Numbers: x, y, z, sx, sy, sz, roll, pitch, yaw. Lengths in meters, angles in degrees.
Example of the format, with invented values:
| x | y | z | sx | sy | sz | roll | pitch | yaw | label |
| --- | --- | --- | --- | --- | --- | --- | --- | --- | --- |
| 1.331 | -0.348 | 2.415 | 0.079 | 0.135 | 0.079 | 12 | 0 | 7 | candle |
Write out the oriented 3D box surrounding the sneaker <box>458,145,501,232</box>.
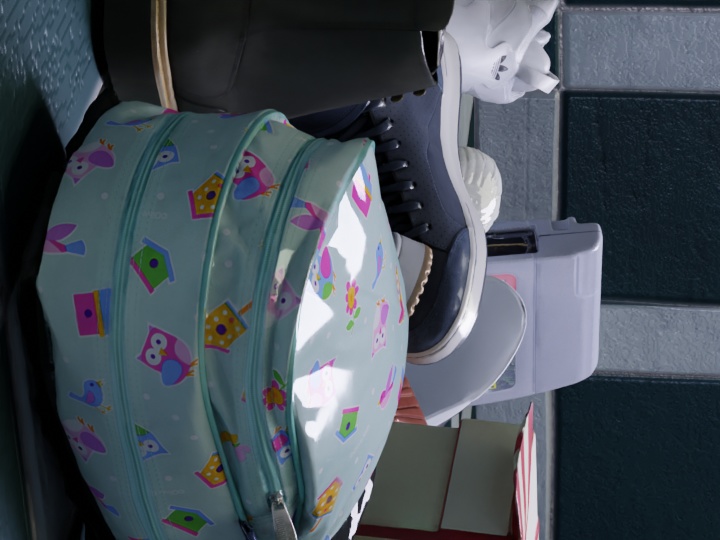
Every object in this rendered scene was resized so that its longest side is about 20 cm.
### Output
| x | y | z | sx | sy | sz | roll | pitch | yaw | label |
| --- | --- | --- | --- | --- | --- | --- | --- | --- | --- |
| 0.000 | 0.000 | 1.272 | 0.200 | 0.072 | 0.072 | -40 | 103 | -29 | sneaker |

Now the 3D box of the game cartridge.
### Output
| x | y | z | sx | sy | sz | roll | pitch | yaw | label |
| --- | --- | --- | --- | --- | --- | --- | --- | --- | --- |
| 0.046 | 0.030 | 1.370 | 0.133 | 0.199 | 0.041 | 85 | 0 | -51 | game cartridge |

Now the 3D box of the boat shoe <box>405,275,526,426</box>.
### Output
| x | y | z | sx | sy | sz | roll | pitch | yaw | label |
| --- | --- | --- | --- | --- | --- | --- | --- | --- | --- |
| 0.015 | 0.082 | 1.317 | 0.199 | 0.074 | 0.068 | -47 | 173 | -9 | boat shoe |

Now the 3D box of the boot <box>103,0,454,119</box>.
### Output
| x | y | z | sx | sy | sz | roll | pitch | yaw | label |
| --- | --- | --- | --- | --- | --- | --- | --- | --- | --- |
| -0.025 | -0.080 | 0.972 | 0.200 | 0.138 | 0.078 | 59 | 33 | -81 | boot |

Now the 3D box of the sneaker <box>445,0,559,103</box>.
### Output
| x | y | z | sx | sy | sz | roll | pitch | yaw | label |
| --- | --- | --- | --- | --- | --- | --- | --- | --- | --- |
| 0.051 | -0.159 | 1.409 | 0.200 | 0.114 | 0.075 | -112 | -142 | -59 | sneaker |

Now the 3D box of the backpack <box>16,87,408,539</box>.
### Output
| x | y | z | sx | sy | sz | roll | pitch | yaw | label |
| --- | --- | --- | --- | --- | --- | --- | --- | --- | --- |
| -0.050 | 0.024 | 0.834 | 0.200 | 0.126 | 0.167 | 80 | 16 | -49 | backpack |

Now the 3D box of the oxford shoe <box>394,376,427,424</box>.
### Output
| x | y | z | sx | sy | sz | roll | pitch | yaw | label |
| --- | --- | --- | --- | --- | --- | --- | --- | --- | --- |
| -0.033 | 0.034 | 1.180 | 0.201 | 0.074 | 0.071 | 65 | 18 | 11 | oxford shoe |

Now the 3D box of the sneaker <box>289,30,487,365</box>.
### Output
| x | y | z | sx | sy | sz | roll | pitch | yaw | label |
| --- | --- | --- | --- | --- | --- | --- | --- | --- | --- |
| -0.008 | -0.059 | 1.155 | 0.146 | 0.077 | 0.203 | 26 | 48 | -46 | sneaker |

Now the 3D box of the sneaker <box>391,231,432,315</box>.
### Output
| x | y | z | sx | sy | sz | roll | pitch | yaw | label |
| --- | --- | --- | --- | --- | --- | --- | --- | --- | --- |
| -0.058 | 0.042 | 1.093 | 0.200 | 0.108 | 0.070 | -57 | -165 | 31 | sneaker |

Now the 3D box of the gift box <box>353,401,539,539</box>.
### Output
| x | y | z | sx | sy | sz | roll | pitch | yaw | label |
| --- | --- | --- | --- | --- | --- | --- | --- | --- | --- |
| 0.004 | 0.159 | 1.022 | 0.185 | 0.186 | 0.201 | 83 | 17 | -52 | gift box |
